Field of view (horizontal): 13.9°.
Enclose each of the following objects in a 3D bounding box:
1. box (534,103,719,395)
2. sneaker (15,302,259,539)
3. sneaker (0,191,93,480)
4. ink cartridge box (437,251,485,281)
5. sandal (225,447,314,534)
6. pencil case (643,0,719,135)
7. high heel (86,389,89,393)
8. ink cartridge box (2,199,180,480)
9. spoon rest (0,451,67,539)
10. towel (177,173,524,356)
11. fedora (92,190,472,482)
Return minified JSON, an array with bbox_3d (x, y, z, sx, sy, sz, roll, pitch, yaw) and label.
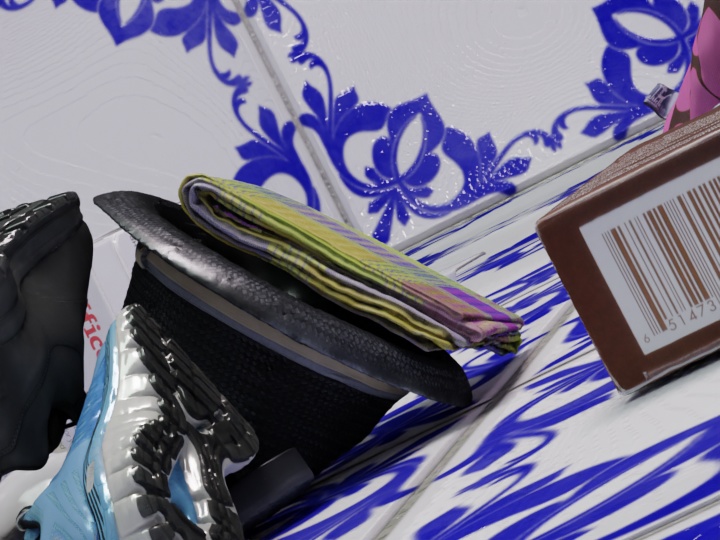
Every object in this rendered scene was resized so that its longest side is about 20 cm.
[{"bbox_3d":[0.139,-0.022,1.094,0.100,0.075,0.200,-26,4,19],"label":"box"},{"bbox_3d":[-0.097,0.080,1.124,0.090,0.078,0.200,-38,14,13],"label":"sneaker"},{"bbox_3d":[-0.145,0.029,1.212,0.076,0.091,0.200,-22,13,15],"label":"sneaker"},{"bbox_3d":[-0.009,0.049,1.720,0.095,0.037,0.200,-26,4,45],"label":"ink cartridge box"},{"bbox_3d":[-0.103,0.111,1.229,0.200,0.043,0.076,-25,3,40],"label":"sandal"},{"bbox_3d":[0.177,-0.098,1.254,0.200,0.091,0.094,100,-166,-65],"label":"pencil case"},{"bbox_3d":[-0.125,0.089,1.556,0.142,0.071,0.200,-19,-10,30],"label":"high heel"},{"bbox_3d":[-0.179,0.067,1.877,0.200,0.147,0.146,-25,2,31],"label":"ink cartridge box"},{"bbox_3d":[-0.104,0.098,1.357,0.200,0.061,0.099,-36,-20,-33],"label":"spoon rest"},{"bbox_3d":[0.000,0.000,1.312,0.023,0.144,0.200,-63,-9,4],"label":"towel"},{"bbox_3d":[-0.049,0.042,1.287,0.092,0.200,0.201,-63,-1,5],"label":"fedora"}]
